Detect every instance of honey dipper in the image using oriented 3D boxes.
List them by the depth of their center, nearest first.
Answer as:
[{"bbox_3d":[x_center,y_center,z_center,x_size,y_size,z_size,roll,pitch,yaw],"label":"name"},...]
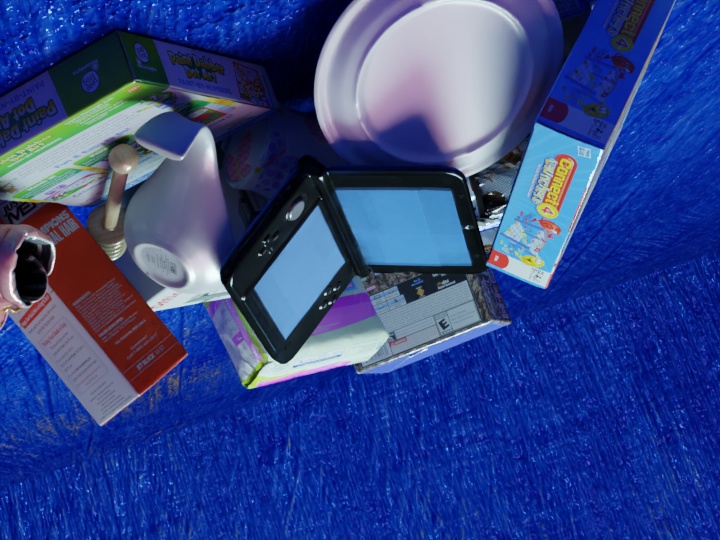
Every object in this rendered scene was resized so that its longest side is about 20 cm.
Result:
[{"bbox_3d":[-0.197,-0.056,1.271,0.038,0.038,0.200,-16,166,-17],"label":"honey dipper"}]

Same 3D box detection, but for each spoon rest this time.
[{"bbox_3d":[-0.135,-0.050,1.203,0.061,0.099,0.200,-58,168,-32],"label":"spoon rest"}]

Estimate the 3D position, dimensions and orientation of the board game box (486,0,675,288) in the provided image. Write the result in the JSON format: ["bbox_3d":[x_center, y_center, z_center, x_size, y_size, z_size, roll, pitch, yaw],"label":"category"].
[{"bbox_3d":[0.179,-0.119,1.286,0.196,0.056,0.200,103,13,-58],"label":"board game box"}]

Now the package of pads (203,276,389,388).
[{"bbox_3d":[-0.084,0.009,1.567,0.154,0.200,0.068,-11,154,-36],"label":"package of pads"}]

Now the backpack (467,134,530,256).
[{"bbox_3d":[0.113,-0.091,1.528,0.190,0.155,0.200,-7,-168,12],"label":"backpack"}]

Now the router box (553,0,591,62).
[{"bbox_3d":[0.084,-0.177,1.337,0.199,0.049,0.180,-19,170,0],"label":"router box"}]

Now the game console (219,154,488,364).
[{"bbox_3d":[0.000,0.000,1.281,0.171,0.118,0.200,-53,157,-13],"label":"game console"}]

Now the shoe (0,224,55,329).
[{"bbox_3d":[-0.286,0.012,1.254,0.091,0.072,0.200,19,155,9],"label":"shoe"}]

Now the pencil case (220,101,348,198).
[{"bbox_3d":[-0.017,-0.080,1.358,0.200,0.083,0.091,19,-168,-29],"label":"pencil case"}]

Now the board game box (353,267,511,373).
[{"bbox_3d":[0.048,-0.008,1.726,0.159,0.201,0.097,-22,171,16],"label":"board game box"}]

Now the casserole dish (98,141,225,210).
[{"bbox_3d":[-0.151,-0.083,1.429,0.199,0.039,0.121,-18,169,-2],"label":"casserole dish"}]

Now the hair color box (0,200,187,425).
[{"bbox_3d":[-0.244,0.024,1.340,0.064,0.200,0.111,-42,-176,-32],"label":"hair color box"}]

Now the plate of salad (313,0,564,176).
[{"bbox_3d":[0.058,-0.154,1.217,0.199,0.048,0.200,-10,128,-12],"label":"plate of salad"}]

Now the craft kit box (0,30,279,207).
[{"bbox_3d":[-0.194,-0.107,1.208,0.200,0.049,0.197,-24,171,25],"label":"craft kit box"}]

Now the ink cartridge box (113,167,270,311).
[{"bbox_3d":[-0.106,-0.033,1.427,0.200,0.084,0.146,-11,166,-38],"label":"ink cartridge box"}]
